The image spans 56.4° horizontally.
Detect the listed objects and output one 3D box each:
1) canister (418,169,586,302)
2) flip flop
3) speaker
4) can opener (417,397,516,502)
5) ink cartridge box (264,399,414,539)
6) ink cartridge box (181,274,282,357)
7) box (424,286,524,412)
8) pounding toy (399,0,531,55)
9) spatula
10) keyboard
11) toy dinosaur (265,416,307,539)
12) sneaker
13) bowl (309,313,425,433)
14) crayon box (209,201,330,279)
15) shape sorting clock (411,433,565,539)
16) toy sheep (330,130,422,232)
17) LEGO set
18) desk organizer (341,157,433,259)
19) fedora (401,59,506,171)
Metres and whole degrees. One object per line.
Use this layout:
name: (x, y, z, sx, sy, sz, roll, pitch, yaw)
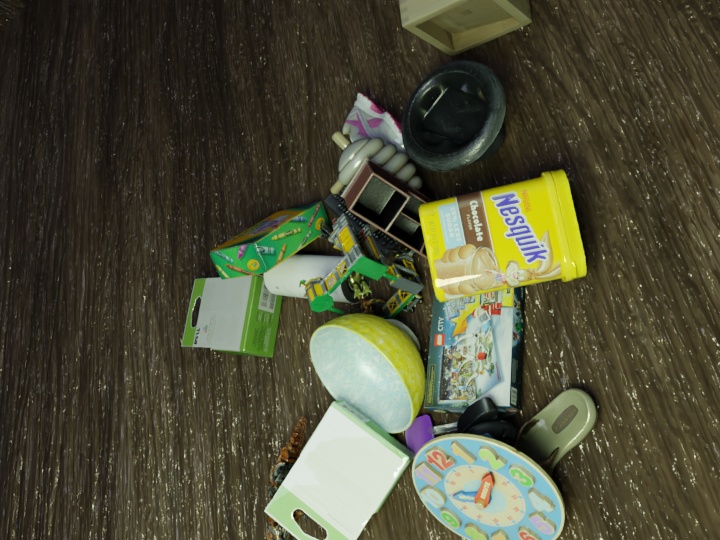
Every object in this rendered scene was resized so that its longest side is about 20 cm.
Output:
canister: (0.190, -0.043, 0.919, 0.199, 0.087, 0.149, -12, 84, 9)
flip flop: (0.228, 0.234, 0.873, 0.200, 0.057, 0.081, -54, 49, 17)
speaker: (-0.080, 0.013, 1.198, 0.199, 0.081, 0.082, 3, 77, 42)
can opener: (0.144, 0.263, 0.917, 0.079, 0.063, 0.201, -85, 19, -56)
ink cartridge box: (-0.032, 0.320, 1.015, 0.145, 0.048, 0.201, 33, 93, 17)
ink cartridge box: (-0.255, 0.089, 1.325, 0.199, 0.076, 0.149, -2, 74, 41)
box: (0.167, 0.103, 0.973, 0.136, 0.038, 0.201, -10, 63, 38)
pounding toy: (0.191, -0.466, 1.085, 0.199, 0.184, 0.143, -12, 79, 37)
spatula: (0.142, 0.224, 0.976, 0.199, 0.021, 0.057, -26, 61, 31)
keyboard: (-0.004, -0.083, 1.190, 0.127, 0.021, 0.200, -47, 49, -1)
toy dinosaur: (-0.117, 0.352, 1.111, 0.135, 0.102, 0.201, -7, 91, 56)
sneaker: (0.035, -0.237, 1.195, 0.088, 0.081, 0.200, -55, 41, 13)
bowl: (0.030, 0.136, 1.028, 0.199, 0.201, 0.108, 11, 40, 42)
crayon box: (-0.160, -0.056, 1.221, 0.118, 0.200, 0.059, -9, 110, 38)
shape sorting clock: (0.157, 0.287, 0.852, 0.199, 0.039, 0.201, 17, 126, 24)
toy sheep: (0.025, -0.147, 1.092, 0.138, 0.200, 0.138, -48, 6, 6)
LEGO set: (0.000, 0.000, 1.068, 0.154, 0.199, 0.116, -54, 40, 30)
desk organizer: (0.075, -0.079, 1.009, 0.072, 0.199, 0.077, -55, 18, 15)
fedora: (0.161, -0.233, 1.071, 0.200, 0.091, 0.202, -18, 62, 37)
